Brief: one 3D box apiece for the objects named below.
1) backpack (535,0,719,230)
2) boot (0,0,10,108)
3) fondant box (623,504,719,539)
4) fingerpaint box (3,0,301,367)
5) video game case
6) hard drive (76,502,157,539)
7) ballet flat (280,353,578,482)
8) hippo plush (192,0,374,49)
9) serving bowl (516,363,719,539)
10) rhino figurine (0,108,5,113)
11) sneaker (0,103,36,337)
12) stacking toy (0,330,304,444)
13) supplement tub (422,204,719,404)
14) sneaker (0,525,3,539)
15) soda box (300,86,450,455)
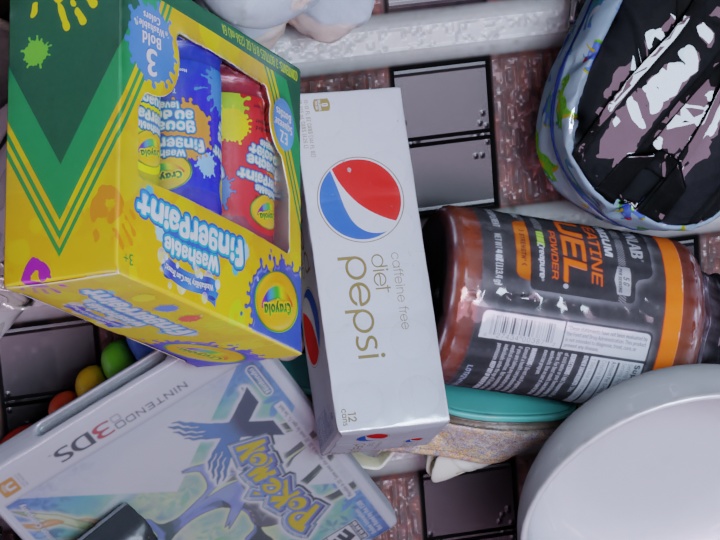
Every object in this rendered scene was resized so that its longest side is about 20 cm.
[{"bbox_3d":[0.188,-0.117,1.698,0.163,0.154,0.201,30,74,-20],"label":"backpack"},{"bbox_3d":[-0.275,-0.101,1.571,0.181,0.073,0.200,14,141,-36],"label":"boot"},{"bbox_3d":[0.213,0.194,1.815,0.144,0.058,0.200,35,93,-18],"label":"fondant box"},{"bbox_3d":[-0.104,-0.052,1.538,0.073,0.200,0.168,-7,73,25],"label":"fingerpaint box"},{"bbox_3d":[-0.100,0.131,1.698,0.182,0.022,0.200,-31,130,7],"label":"video game case"},{"bbox_3d":[-0.180,0.244,1.678,0.200,0.033,0.140,-38,132,-16],"label":"hard drive"},{"bbox_3d":[0.031,0.091,1.753,0.199,0.068,0.068,8,121,-9],"label":"ballet flat"},{"bbox_3d":[-0.030,-0.201,1.607,0.158,0.161,0.201,22,98,-16],"label":"hippo plush"},{"bbox_3d":[0.183,0.125,1.709,0.199,0.066,0.201,-7,131,-8],"label":"serving bowl"},{"bbox_3d":[-0.176,-0.127,1.647,0.199,0.060,0.088,32,99,-20],"label":"rhino figurine"},{"bbox_3d":[-0.191,-0.007,1.619,0.075,0.116,0.201,12,124,-27],"label":"sneaker"},{"bbox_3d":[-0.133,0.069,1.700,0.200,0.085,0.086,-37,108,4],"label":"stacking toy"},{"bbox_3d":[0.132,0.026,1.730,0.199,0.107,0.108,8,102,-15],"label":"supplement tub"},{"bbox_3d":[-0.271,0.137,1.691,0.090,0.066,0.201,-32,104,0],"label":"sneaker"},{"bbox_3d":[0.000,0.000,1.671,0.068,0.064,0.201,-5,76,-12],"label":"soda box"}]
